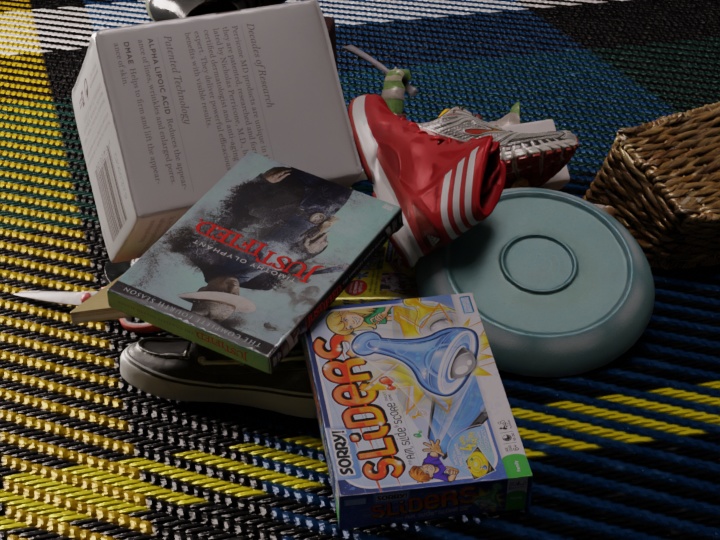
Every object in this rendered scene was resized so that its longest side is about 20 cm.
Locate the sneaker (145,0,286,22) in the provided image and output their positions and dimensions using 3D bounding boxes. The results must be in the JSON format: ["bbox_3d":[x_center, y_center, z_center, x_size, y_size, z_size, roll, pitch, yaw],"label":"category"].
[{"bbox_3d":[-0.117,-0.289,1.891,0.200,0.075,0.106,-23,32,-21],"label":"sneaker"}]

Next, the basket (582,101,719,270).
[{"bbox_3d":[0.320,-0.057,1.699,0.200,0.149,0.143,-18,59,-35],"label":"basket"}]

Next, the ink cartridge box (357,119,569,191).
[{"bbox_3d":[0.085,-0.084,1.723,0.199,0.068,0.117,-10,-13,-18],"label":"ink cartridge box"}]

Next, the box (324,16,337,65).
[{"bbox_3d":[-0.112,-0.164,1.880,0.165,0.165,0.200,0,21,5],"label":"box"}]

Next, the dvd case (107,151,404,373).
[{"bbox_3d":[-0.077,-0.011,1.369,0.146,0.022,0.200,22,46,22],"label":"dvd case"}]

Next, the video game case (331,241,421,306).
[{"bbox_3d":[0.000,0.000,1.586,0.180,0.026,0.200,-1,20,5],"label":"video game case"}]

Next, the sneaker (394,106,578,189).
[{"bbox_3d":[0.107,-0.116,1.634,0.199,0.078,0.082,-3,64,-20],"label":"sneaker"}]

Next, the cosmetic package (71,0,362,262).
[{"bbox_3d":[-0.128,-0.119,1.550,0.199,0.165,0.165,-12,-9,-19],"label":"cosmetic package"}]

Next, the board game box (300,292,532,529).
[{"bbox_3d":[0.035,0.096,1.286,0.135,0.035,0.200,-6,39,-8],"label":"board game box"}]

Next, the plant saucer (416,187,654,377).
[{"bbox_3d":[0.146,0.001,1.483,0.199,0.027,0.201,1,50,-2],"label":"plant saucer"}]

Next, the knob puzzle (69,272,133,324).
[{"bbox_3d":[-0.112,0.016,1.445,0.219,0.031,0.220,-9,9,1],"label":"knob puzzle"}]

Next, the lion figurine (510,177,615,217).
[{"bbox_3d":[0.126,-0.030,1.570,0.199,0.073,0.123,-9,36,-19],"label":"lion figurine"}]

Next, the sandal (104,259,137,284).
[{"bbox_3d":[-0.160,0.008,1.597,0.075,0.048,0.200,-18,27,-35],"label":"sandal"}]

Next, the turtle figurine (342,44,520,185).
[{"bbox_3d":[0.068,-0.153,1.866,0.193,0.144,0.200,1,25,2],"label":"turtle figurine"}]

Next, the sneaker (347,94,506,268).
[{"bbox_3d":[0.063,-0.093,1.521,0.115,0.078,0.200,-23,48,7],"label":"sneaker"}]

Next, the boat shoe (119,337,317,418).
[{"bbox_3d":[-0.100,0.067,1.416,0.199,0.064,0.071,6,22,21],"label":"boat shoe"}]

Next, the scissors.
[{"bbox_3d":[-0.234,0.031,1.581,0.200,0.014,0.073,-11,59,26],"label":"scissors"}]
